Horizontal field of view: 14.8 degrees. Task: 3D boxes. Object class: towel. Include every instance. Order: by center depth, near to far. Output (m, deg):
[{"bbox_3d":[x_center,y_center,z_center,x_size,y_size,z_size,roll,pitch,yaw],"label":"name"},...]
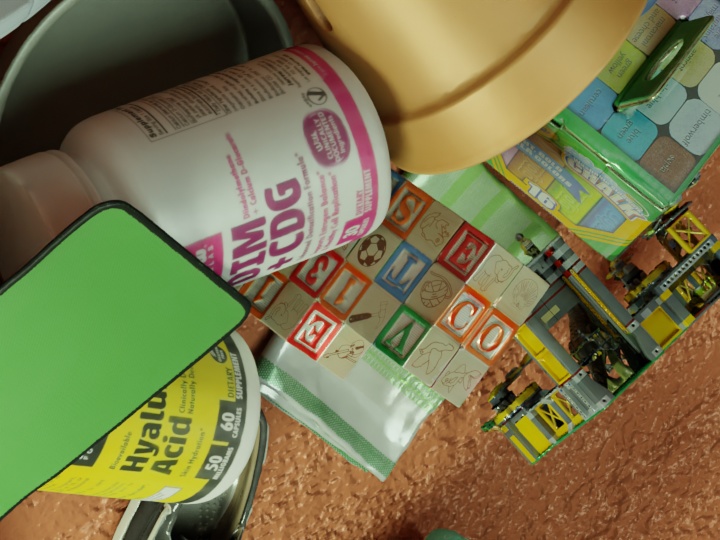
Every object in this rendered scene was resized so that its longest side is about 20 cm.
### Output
[{"bbox_3d":[0.032,0.025,1.744,0.200,0.031,0.149,-52,135,-1],"label":"towel"}]

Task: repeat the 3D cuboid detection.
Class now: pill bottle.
[{"bbox_3d":[-0.093,-0.041,1.495,0.200,0.113,0.114,-22,127,-26],"label":"pill bottle"},{"bbox_3d":[-0.164,0.070,1.562,0.200,0.111,0.112,9,110,-40],"label":"pill bottle"}]

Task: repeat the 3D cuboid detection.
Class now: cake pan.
[{"bbox_3d":[-0.127,-0.087,1.546,0.200,0.037,0.201,-19,126,-29],"label":"cake pan"}]

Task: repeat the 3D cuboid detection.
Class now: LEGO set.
[{"bbox_3d":[0.142,0.017,1.766,0.200,0.116,0.154,-41,177,-16],"label":"LEGO set"}]

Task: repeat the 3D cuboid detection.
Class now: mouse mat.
[{"bbox_3d":[-0.164,0.053,1.438,0.200,0.008,0.161,-38,146,6],"label":"mouse mat"}]

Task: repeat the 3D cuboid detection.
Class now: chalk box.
[{"bbox_3d":[0.155,-0.105,1.615,0.125,0.124,0.200,-50,178,-14],"label":"chalk box"}]

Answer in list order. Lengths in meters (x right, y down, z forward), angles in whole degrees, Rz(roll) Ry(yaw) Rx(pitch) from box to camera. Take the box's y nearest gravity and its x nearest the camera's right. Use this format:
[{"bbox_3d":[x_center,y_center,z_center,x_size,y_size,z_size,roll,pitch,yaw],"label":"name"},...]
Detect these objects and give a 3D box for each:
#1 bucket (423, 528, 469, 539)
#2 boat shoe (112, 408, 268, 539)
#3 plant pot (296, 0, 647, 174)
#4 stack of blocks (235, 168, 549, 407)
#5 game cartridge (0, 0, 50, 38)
[{"bbox_3d":[0.070,0.277,1.810,0.135,0.207,0.207,-46,134,-15],"label":"bucket"},{"bbox_3d":[-0.102,0.158,1.696,0.074,0.060,0.200,2,114,-40],"label":"boat shoe"},{"bbox_3d":[0.046,-0.173,1.537,0.200,0.200,0.140,-48,119,-4],"label":"plant pot"},{"bbox_3d":[0.000,0.000,1.584,0.115,0.200,0.059,-54,135,0],"label":"stack of blocks"},{"bbox_3d":[-0.241,-0.156,1.362,0.200,0.133,0.041,-25,170,-24],"label":"game cartridge"}]
